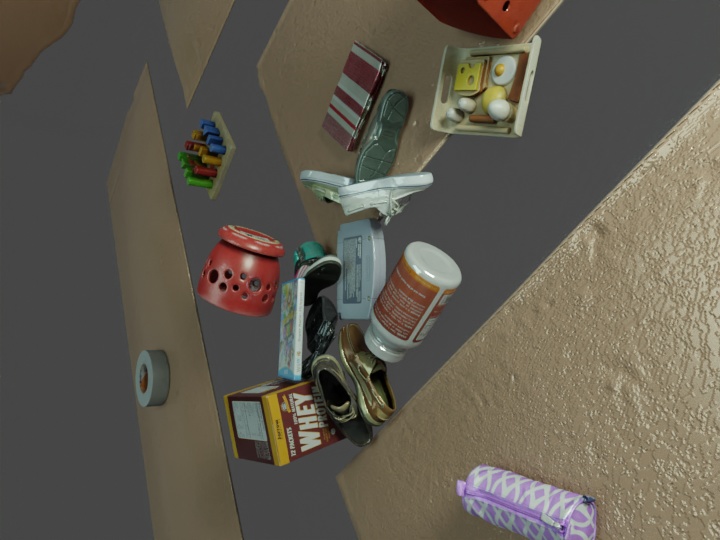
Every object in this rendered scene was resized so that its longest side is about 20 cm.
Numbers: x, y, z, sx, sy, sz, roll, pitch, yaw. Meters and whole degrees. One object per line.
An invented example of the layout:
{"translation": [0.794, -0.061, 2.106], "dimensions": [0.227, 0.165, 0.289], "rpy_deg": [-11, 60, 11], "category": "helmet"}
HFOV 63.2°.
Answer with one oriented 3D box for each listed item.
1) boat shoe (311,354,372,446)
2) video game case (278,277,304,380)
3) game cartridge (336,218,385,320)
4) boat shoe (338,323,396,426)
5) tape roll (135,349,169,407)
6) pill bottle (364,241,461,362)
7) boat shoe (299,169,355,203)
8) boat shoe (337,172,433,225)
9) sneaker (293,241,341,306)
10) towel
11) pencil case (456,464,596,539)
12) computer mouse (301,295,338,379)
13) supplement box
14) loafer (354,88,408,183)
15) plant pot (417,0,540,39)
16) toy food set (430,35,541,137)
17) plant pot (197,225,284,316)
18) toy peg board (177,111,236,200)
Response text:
{"translation": [-0.040, 0.265, 1.147], "dimensions": [0.073, 0.073, 0.203], "rpy_deg": [-31, 98, 6], "category": "boat shoe"}
{"translation": [-0.148, 0.125, 1.245], "dimensions": [0.143, 0.017, 0.206], "rpy_deg": [164, 108, -68], "category": "video game case"}
{"translation": [0.000, 0.000, 1.213], "dimensions": [0.131, 0.041, 0.207], "rpy_deg": [-4, 84, 48], "category": "game cartridge"}
{"translation": [0.021, 0.196, 1.147], "dimensions": [0.073, 0.075, 0.204], "rpy_deg": [-37, 67, 38], "category": "boat shoe"}
{"translation": [-0.770, 0.397, 2.163], "dimensions": [0.198, 0.065, 0.207], "rpy_deg": [-8, 81, 53], "category": "tape roll"}
{"translation": [0.085, 0.061, 1.033], "dimensions": [0.113, 0.110, 0.203], "rpy_deg": [55, 128, 38], "category": "pill bottle"}
{"translation": [-0.073, -0.182, 1.295], "dimensions": [0.198, 0.071, 0.064], "rpy_deg": [19, 99, 49], "category": "boat shoe"}
{"translation": [0.049, -0.131, 1.111], "dimensions": [0.197, 0.074, 0.089], "rpy_deg": [-7, 102, 27], "category": "boat shoe"}
{"translation": [-0.096, -0.015, 1.282], "dimensions": [0.200, 0.082, 0.124], "rpy_deg": [-42, 41, 50], "category": "sneaker"}
{"translation": [-0.016, -0.379, 1.278], "dimensions": [0.145, 0.022, 0.203], "rpy_deg": [50, 124, 44], "category": "towel"}
{"translation": [0.236, 0.340, 0.835], "dimensions": [0.198, 0.084, 0.087], "rpy_deg": [-3, 82, 53], "category": "pencil case"}
{"translation": [-0.081, 0.133, 1.255], "dimensions": [0.140, 0.052, 0.202], "rpy_deg": [-56, 19, 23], "category": "computer mouse"}
{"translation": [-0.151, 0.305, 1.239], "dimensions": [0.198, 0.194, 0.137], "rpy_deg": [-14, 87, 51], "category": "supplement box"}
{"translation": [0.039, -0.261, 1.170], "dimensions": [0.204, 0.070, 0.063], "rpy_deg": [-67, 23, 16], "category": "loafer"}
{"translation": [0.185, -0.467, 0.872], "dimensions": [0.177, 0.198, 0.202], "rpy_deg": [48, 113, 32], "category": "plant pot"}
{"translation": [0.198, -0.300, 0.958], "dimensions": [0.198, 0.059, 0.148], "rpy_deg": [21, 104, 51], "category": "toy food set"}
{"translation": [-0.293, -0.005, 1.473], "dimensions": [0.199, 0.197, 0.187], "rpy_deg": [26, 100, 50], "category": "plant pot"}
{"translation": [-0.492, -0.367, 1.838], "dimensions": [0.201, 0.096, 0.202], "rpy_deg": [-58, 46, 32], "category": "toy peg board"}
